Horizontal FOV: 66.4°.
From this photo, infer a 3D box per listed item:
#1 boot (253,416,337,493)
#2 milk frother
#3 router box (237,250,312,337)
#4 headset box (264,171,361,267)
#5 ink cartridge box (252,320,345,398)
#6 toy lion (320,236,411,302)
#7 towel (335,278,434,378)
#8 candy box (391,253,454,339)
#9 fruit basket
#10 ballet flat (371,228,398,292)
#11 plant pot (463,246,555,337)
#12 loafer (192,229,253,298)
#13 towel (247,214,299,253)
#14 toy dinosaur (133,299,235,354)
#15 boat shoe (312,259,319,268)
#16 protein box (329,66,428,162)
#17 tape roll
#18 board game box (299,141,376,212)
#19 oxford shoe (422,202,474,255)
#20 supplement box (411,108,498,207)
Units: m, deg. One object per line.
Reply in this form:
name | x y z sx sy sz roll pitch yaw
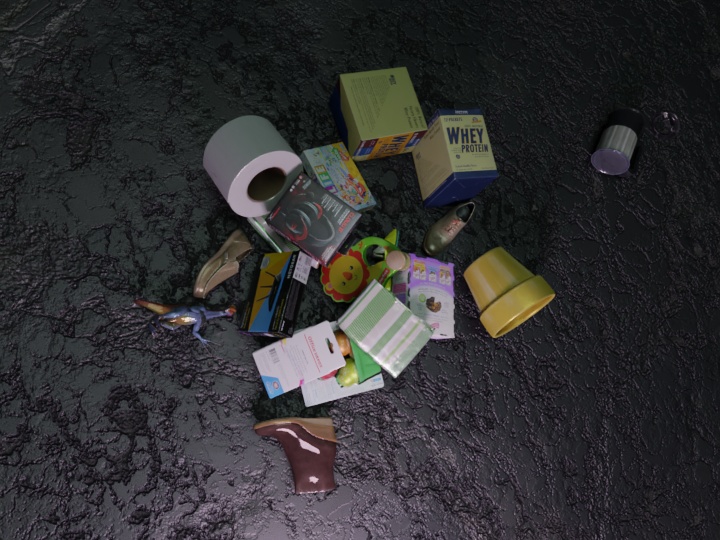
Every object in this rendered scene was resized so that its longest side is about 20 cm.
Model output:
boot | -0.148 0.424 1.262 0.199 0.072 0.167 5 72 -20
milk frother | 0.869 -0.410 1.738 0.180 0.200 0.189 32 69 -11
router box | -0.203 0.057 1.305 0.051 0.149 0.201 32 63 -44
headset box | -0.102 -0.114 1.310 0.200 0.075 0.149 36 83 2
ink cartridge box | -0.135 0.203 1.282 0.199 0.068 0.116 -24 83 10
toy lion | 0.000 0.000 1.377 0.191 0.069 0.200 36 100 18
towel | 0.059 0.137 1.315 0.200 0.023 0.153 41 91 -7
candy box | 0.163 0.071 1.425 0.167 0.071 0.201 12 73 -36
fruit basket | -0.058 0.219 1.352 0.199 0.094 0.186 -14 79 -4
ballet flat | 0.061 -0.020 1.454 0.067 0.067 0.201 8 74 -5
plant pot | 0.383 0.048 1.475 0.200 0.201 0.189 -25 69 -22
loafer | -0.328 -0.011 1.322 0.067 0.076 0.200 32 69 0
towel | -0.173 -0.139 1.427 0.200 0.023 0.153 -42 91 -24
toy dinosaur | -0.390 0.094 1.274 0.181 0.105 0.200 -24 70 -42
boat shoe | -0.122 -0.106 1.382 0.069 0.071 0.201 5 82 -6
protein box | 0.046 -0.429 1.520 0.199 0.135 0.199 -14 79 -20
tape roll | -0.257 -0.249 1.323 0.202 0.203 0.139 -26 62 -22
board game box | -0.060 -0.240 1.468 0.134 0.034 0.201 -23 80 -35
oxford shoe | 0.246 -0.124 1.532 0.070 0.075 0.200 41 68 -4
supplement box | 0.252 -0.306 1.516 0.134 0.200 0.201 -6 76 -20
